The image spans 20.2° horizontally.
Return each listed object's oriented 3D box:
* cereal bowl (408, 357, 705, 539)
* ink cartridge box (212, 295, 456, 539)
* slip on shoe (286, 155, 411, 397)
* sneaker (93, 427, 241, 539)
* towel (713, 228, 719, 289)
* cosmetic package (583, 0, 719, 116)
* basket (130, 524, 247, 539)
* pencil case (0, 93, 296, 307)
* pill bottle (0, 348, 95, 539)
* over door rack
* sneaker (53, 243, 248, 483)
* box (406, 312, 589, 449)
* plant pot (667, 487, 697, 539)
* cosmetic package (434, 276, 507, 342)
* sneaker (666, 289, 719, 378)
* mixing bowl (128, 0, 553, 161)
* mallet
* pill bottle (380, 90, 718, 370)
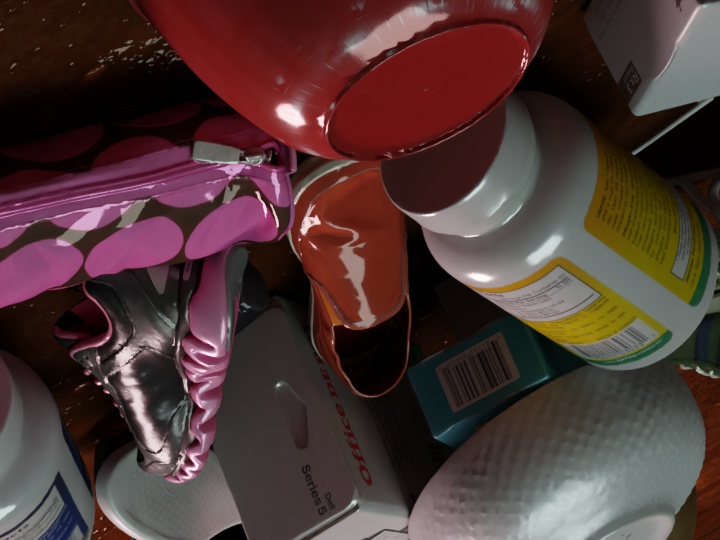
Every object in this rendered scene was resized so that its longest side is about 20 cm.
[{"bbox_3d":[0.132,0.144,1.237,0.199,0.084,0.201,-27,153,-15],"label":"cereal bowl"},{"bbox_3d":[-0.011,0.112,1.290,0.084,0.146,0.200,-32,156,20],"label":"ink cartridge box"},{"bbox_3d":[0.000,0.000,1.146,0.074,0.061,0.201,-22,143,-14],"label":"slip on shoe"},{"bbox_3d":[-0.135,0.133,1.249,0.098,0.072,0.200,-2,178,23],"label":"sneaker"},{"bbox_3d":[0.223,-0.006,1.281,0.199,0.037,0.148,-18,176,25],"label":"towel"},{"bbox_3d":[0.227,-0.155,1.060,0.198,0.075,0.102,-13,154,-23],"label":"cosmetic package"},{"bbox_3d":[-0.037,0.187,1.453,0.199,0.137,0.180,-9,161,-43],"label":"basket"},{"bbox_3d":[-0.129,-0.032,0.936,0.198,0.092,0.094,-18,-168,-23],"label":"pencil case"},{"bbox_3d":[-0.213,0.107,1.112,0.110,0.112,0.200,-22,157,-8],"label":"pill bottle"},{"bbox_3d":[0.225,-0.072,1.243,0.147,0.067,0.200,-12,154,-32],"label":"over door rack"},{"bbox_3d":[-0.116,0.043,1.073,0.094,0.080,0.201,8,143,-5],"label":"sneaker"},{"bbox_3d":[0.108,0.086,1.272,0.082,0.049,0.200,-30,155,15],"label":"box"},{"bbox_3d":[0.145,0.188,1.498,0.186,0.187,0.200,-32,174,16],"label":"plant pot"},{"bbox_3d":[0.119,0.056,1.389,0.050,0.083,0.200,-32,156,14],"label":"cosmetic package"},{"bbox_3d":[0.248,0.053,1.285,0.199,0.091,0.067,-18,178,37],"label":"sneaker"},{"bbox_3d":[0.008,-0.118,0.862,0.199,0.109,0.201,-22,156,-10],"label":"mixing bowl"},{"bbox_3d":[-0.122,0.004,1.088,0.066,0.041,0.200,-32,153,18],"label":"mallet"},{"bbox_3d":[0.103,-0.029,1.112,0.112,0.113,0.199,-36,138,23],"label":"pill bottle"}]
